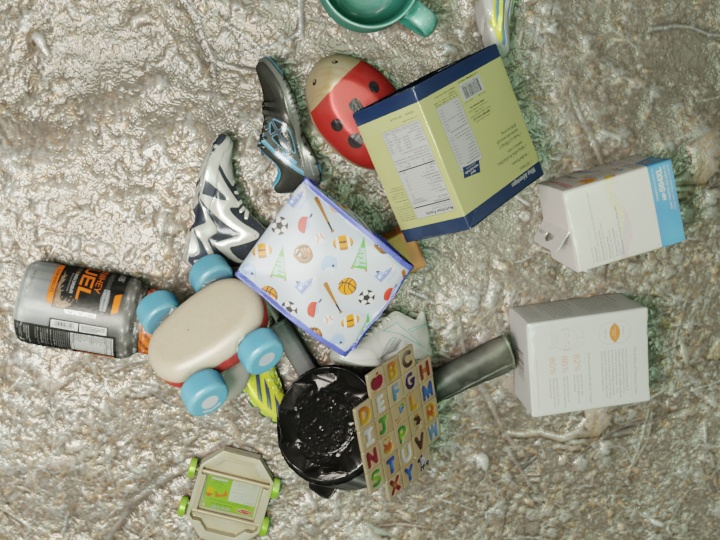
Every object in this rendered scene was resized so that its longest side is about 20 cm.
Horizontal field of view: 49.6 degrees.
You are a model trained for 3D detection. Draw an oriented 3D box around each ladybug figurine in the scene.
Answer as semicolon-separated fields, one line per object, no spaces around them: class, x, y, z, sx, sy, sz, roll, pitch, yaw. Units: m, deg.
ladybug figurine;0.001;-0.234;1.170;0.200;0.072;0.136;43;94;-12

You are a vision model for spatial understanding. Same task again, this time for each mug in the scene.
mug;0.013;-0.406;1.117;0.149;0.115;0.189;-21;103;-2

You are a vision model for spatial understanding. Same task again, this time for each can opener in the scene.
can opener;-0.109;0.081;1.229;0.066;0.053;0.203;-29;103;1

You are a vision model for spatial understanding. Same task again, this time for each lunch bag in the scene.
lunch bag;-0.046;-0.002;1.093;0.199;0.124;0.171;37;97;-3

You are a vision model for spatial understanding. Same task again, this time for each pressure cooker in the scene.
pressure cooker;-0.024;0.244;1.200;0.172;0.200;0.182;-20;68;7

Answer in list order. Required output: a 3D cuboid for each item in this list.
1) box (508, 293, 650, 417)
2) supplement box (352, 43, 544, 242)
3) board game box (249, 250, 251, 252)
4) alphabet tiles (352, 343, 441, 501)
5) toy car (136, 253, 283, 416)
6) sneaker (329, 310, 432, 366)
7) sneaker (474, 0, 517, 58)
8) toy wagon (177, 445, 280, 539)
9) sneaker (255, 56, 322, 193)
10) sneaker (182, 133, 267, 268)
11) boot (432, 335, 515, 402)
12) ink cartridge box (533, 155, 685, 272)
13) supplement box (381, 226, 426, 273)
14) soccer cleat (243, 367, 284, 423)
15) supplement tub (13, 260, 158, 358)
box;0.351;0.133;1.257;0.194;0.106;0.156;-7;101;-4
supplement box;0.129;-0.180;1.117;0.199;0.133;0.203;-34;105;-36
board game box;-0.069;0.020;1.171;0.095;0.030;0.201;-39;106;4
alphabet tiles;0.057;0.218;1.114;0.165;0.006;0.205;-28;116;-40
toy car;-0.197;0.120;1.128;0.175;0.201;0.185;-35;59;-9
sneaker;0.030;0.105;1.215;0.197;0.070;0.083;-5;93;-41
sneaker;0.219;-0.423;1.153;0.102;0.076;0.205;-14;101;-3
toy wagon;-0.223;0.394;1.286;0.151;0.040;0.205;16;100;-8
sneaker;-0.123;-0.213;1.161;0.080;0.073;0.204;-20;102;-1
sneaker;-0.187;-0.094;1.180;0.127;0.079;0.205;12;86;-22
boot;0.146;0.160;1.223;0.196;0.182;0.074;-20;70;5
ink cartridge box;0.371;-0.088;1.205;0.195;0.129;0.128;-16;102;-3
supplement box;0.000;0.000;1.219;0.196;0.069;0.068;-25;102;-2
soccer cleat;-0.160;0.154;1.233;0.083;0.065;0.202;-35;102;0
supplement tub;-0.400;0.061;1.162;0.195;0.123;0.126;10;100;-8
